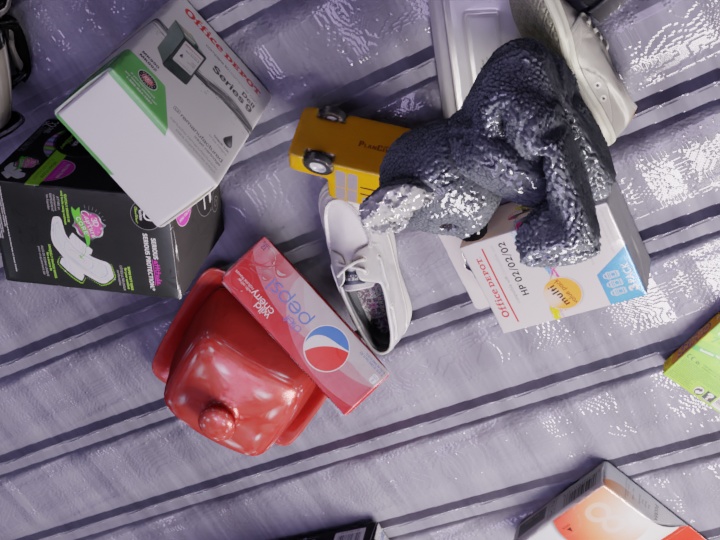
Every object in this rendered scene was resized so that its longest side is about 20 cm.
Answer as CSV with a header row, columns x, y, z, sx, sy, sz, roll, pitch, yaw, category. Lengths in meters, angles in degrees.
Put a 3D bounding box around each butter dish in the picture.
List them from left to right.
x,y,z,sx,sy,sz,roll,pitch,yaw,category
-0.141,0.132,1.455,0.199,0.148,0.200,31,125,-5,butter dish

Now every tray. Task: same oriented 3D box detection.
x,y,z,sx,sy,sz,roll,pitch,yaw,category
0.123,-0.195,1.236,0.107,0.022,0.201,-1,123,16,tray

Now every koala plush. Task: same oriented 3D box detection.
x,y,z,sx,sy,sz,roll,pitch,yaw,category
0.100,-0.096,1.145,0.199,0.178,0.184,-16,113,27,koala plush

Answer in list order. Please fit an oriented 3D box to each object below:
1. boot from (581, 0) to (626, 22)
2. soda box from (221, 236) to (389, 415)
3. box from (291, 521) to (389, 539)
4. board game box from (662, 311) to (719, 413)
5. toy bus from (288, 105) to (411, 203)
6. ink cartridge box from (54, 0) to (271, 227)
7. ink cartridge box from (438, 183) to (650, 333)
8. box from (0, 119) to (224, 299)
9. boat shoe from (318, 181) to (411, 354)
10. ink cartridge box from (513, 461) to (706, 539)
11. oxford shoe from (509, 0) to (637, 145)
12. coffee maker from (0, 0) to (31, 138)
x,y,z,sx,sy,sz,roll,pitch,yaw,category
0.193,-0.334,1.102,0.200,0.066,0.165,43,122,-9,boot
-0.059,0.060,1.386,0.070,0.063,0.200,-43,87,-3,soda box
-0.049,0.416,1.628,0.199,0.132,0.115,-17,121,25,box
0.412,0.067,1.324,0.095,0.030,0.200,34,128,-8,board game box
0.032,-0.102,1.287,0.199,0.065,0.078,13,155,7,toy bus
-0.183,-0.159,1.240,0.084,0.200,0.146,-33,110,28,ink cartridge box
0.180,-0.011,1.314,0.199,0.068,0.115,-17,116,26,ink cartridge box
-0.261,-0.068,1.354,0.199,0.149,0.125,7,123,13,box
0.000,0.000,1.373,0.072,0.069,0.201,-3,122,18,boat shoe
0.305,0.334,1.521,0.200,0.050,0.162,39,125,-7,ink cartridge box
0.194,-0.205,1.180,0.058,0.075,0.200,-38,116,-9,oxford shoe
-0.433,-0.247,1.294,0.191,0.135,0.201,15,125,7,coffee maker
